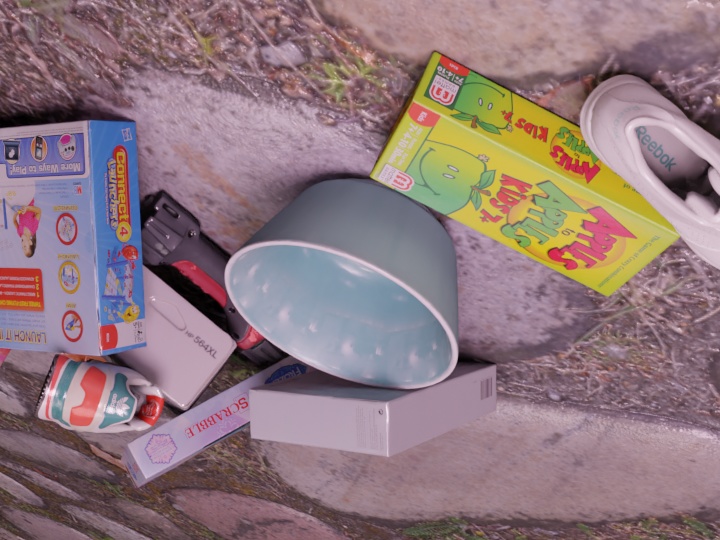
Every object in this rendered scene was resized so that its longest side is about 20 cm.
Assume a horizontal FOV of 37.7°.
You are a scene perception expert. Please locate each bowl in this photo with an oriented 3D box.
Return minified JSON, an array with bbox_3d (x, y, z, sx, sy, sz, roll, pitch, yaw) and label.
[{"bbox_3d":[0.000,0.000,0.866,0.200,0.105,0.201,18,150,11],"label":"bowl"}]

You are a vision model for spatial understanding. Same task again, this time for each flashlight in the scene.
[{"bbox_3d":[-0.147,0.013,1.030,0.068,0.068,0.200,-10,137,48],"label":"flashlight"}]

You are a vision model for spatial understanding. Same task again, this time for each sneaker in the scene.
[{"bbox_3d":[-0.222,0.122,0.956,0.093,0.071,0.200,17,171,3],"label":"sneaker"},{"bbox_3d":[0.222,-0.040,0.644,0.199,0.089,0.075,31,105,-12],"label":"sneaker"}]

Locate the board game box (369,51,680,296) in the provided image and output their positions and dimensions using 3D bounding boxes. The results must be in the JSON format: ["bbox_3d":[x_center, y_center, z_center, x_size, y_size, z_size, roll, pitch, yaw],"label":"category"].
[{"bbox_3d":[0.116,-0.063,0.741,0.199,0.048,0.102,26,150,-4],"label":"board game box"}]

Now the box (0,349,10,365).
[{"bbox_3d":[-0.570,0.074,1.388,0.094,0.103,0.200,-7,137,42],"label":"box"}]

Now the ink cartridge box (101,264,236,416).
[{"bbox_3d":[-0.211,0.072,1.079,0.146,0.084,0.200,39,166,-1],"label":"ink cartridge box"}]

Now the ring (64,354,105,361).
[{"bbox_3d":[-0.360,0.081,1.336,0.199,0.019,0.201,17,150,10],"label":"ring"}]

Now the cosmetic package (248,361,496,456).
[{"bbox_3d":[0.016,0.121,0.984,0.150,0.052,0.200,3,-173,34],"label":"cosmetic package"}]

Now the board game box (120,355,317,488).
[{"bbox_3d":[-0.152,0.160,1.113,0.041,0.199,0.200,61,161,6],"label":"board game box"}]

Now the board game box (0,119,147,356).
[{"bbox_3d":[-0.284,-0.030,0.944,0.199,0.197,0.056,2,-174,34],"label":"board game box"}]
